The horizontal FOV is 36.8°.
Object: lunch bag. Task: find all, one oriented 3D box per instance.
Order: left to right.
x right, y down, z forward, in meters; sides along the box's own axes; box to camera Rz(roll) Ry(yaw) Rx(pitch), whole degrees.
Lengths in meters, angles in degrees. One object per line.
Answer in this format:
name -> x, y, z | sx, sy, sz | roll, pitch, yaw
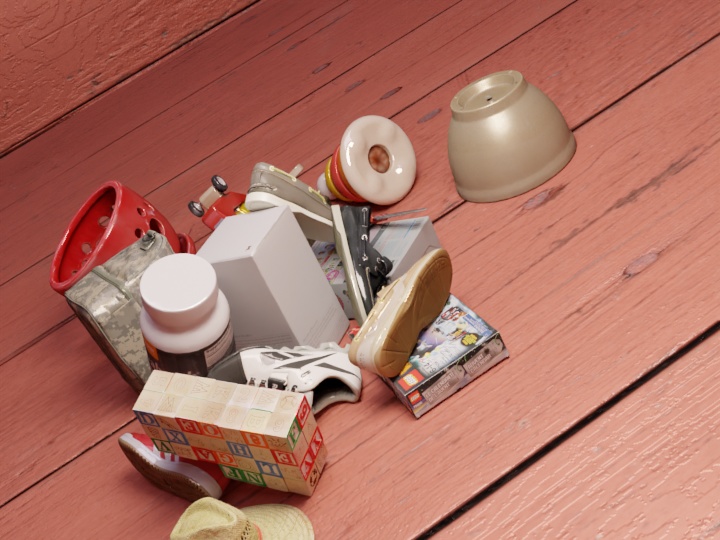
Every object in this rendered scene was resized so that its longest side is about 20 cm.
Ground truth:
lunch bag -> -0.306, 0.064, 1.582 | 0.167, 0.202, 0.139 | -41, 31, -18

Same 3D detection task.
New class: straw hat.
straw hat -> -0.155, 0.291, 1.154 | 0.198, 0.086, 0.202 | -22, 26, 12

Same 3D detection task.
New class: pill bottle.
pill bottle -> -0.216, 0.083, 1.362 | 0.114, 0.202, 0.118 | -1, 46, 1

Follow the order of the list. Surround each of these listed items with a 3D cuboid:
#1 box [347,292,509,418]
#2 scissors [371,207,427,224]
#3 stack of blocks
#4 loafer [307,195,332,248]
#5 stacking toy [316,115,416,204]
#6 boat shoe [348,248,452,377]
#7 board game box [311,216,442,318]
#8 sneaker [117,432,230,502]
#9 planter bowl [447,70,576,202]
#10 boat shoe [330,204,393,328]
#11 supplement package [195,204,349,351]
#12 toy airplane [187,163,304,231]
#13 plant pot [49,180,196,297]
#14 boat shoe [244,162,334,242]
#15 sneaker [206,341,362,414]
box -> 0.079, 0.090, 1.338 | 0.136, 0.040, 0.200 | -34, 27, -8
scissors -> 0.021, -0.073, 1.549 | 0.072, 0.014, 0.199 | -4, 0, -25
stack of blocks -> -0.147, 0.184, 1.235 | 0.197, 0.116, 0.059 | 7, 50, 22
loafer -> -0.081, -0.054, 1.718 | 0.066, 0.077, 0.200 | -20, 17, 16
stacking toy -> -0.010, -0.163, 1.816 | 0.146, 0.147, 0.199 | -44, 12, -30
boat shoe -> 0.047, 0.044, 1.320 | 0.068, 0.075, 0.201 | 3, 40, 36
board game box -> 0.000, 0.000, 1.548 | 0.197, 0.065, 0.148 | -5, 33, 36
sneaker -> -0.214, 0.218, 1.356 | 0.198, 0.072, 0.113 | 13, 51, 43
planter bowl -> 0.213, -0.216, 1.647 | 0.197, 0.136, 0.201 | -23, 27, 12
boat shoe -> 0.009, -0.008, 1.420 | 0.065, 0.075, 0.201 | -10, 48, -7
supplement package -> -0.120, 0.034, 1.446 | 0.115, 0.202, 0.118 | -7, 32, 34
toy airplane -> -0.183, -0.079, 1.807 | 0.198, 0.142, 0.201 | -32, -17, -27
plant pot -> -0.377, -0.016, 1.758 | 0.200, 0.181, 0.203 | -38, 34, 32
boat shoe -> -0.078, -0.089, 1.500 | 0.071, 0.200, 0.061 | -10, 67, 38
sneaker -> -0.092, 0.141, 1.332 | 0.196, 0.075, 0.089 | -9, 36, -9
